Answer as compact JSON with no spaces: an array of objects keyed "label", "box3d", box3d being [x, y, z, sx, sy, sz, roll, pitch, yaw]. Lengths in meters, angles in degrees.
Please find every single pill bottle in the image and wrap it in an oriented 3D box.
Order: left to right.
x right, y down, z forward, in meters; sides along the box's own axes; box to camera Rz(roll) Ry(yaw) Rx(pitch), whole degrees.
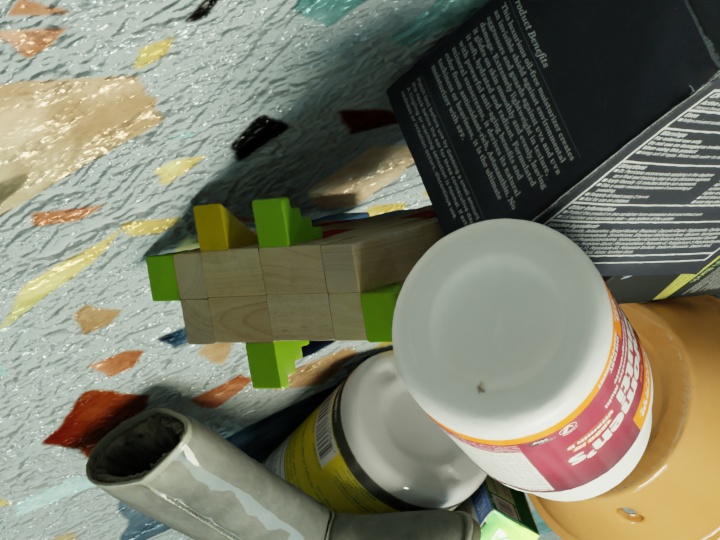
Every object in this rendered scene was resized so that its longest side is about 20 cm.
[{"label":"pill bottle","box3d":[-0.005,0.148,1.918,0.114,0.115,0.200,-9,155,-37]},{"label":"pill bottle","box3d":[0.089,0.053,1.439,0.109,0.110,0.200,-27,159,6]}]

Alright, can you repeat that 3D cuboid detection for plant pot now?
[{"label":"plant pot","box3d":[0.181,0.097,1.889,0.199,0.201,0.140,-30,156,15]}]

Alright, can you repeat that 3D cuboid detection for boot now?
[{"label":"boot","box3d":[-0.048,0.147,1.787,0.181,0.073,0.200,-22,127,32]}]

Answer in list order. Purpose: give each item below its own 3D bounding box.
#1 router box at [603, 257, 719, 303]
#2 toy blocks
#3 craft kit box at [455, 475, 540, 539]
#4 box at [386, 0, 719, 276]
[{"label":"router box","box3d":[0.236,-0.051,1.782,0.157,0.052,0.200,-4,151,-46]},{"label":"toy blocks","box3d":[0.000,0.000,1.529,0.136,0.101,0.199,-15,-172,-40]},{"label":"craft kit box","box3d":[0.042,0.210,1.951,0.048,0.200,0.198,30,105,-15]},{"label":"box","box3d":[0.159,-0.096,1.473,0.199,0.124,0.198,-1,152,-46]}]
